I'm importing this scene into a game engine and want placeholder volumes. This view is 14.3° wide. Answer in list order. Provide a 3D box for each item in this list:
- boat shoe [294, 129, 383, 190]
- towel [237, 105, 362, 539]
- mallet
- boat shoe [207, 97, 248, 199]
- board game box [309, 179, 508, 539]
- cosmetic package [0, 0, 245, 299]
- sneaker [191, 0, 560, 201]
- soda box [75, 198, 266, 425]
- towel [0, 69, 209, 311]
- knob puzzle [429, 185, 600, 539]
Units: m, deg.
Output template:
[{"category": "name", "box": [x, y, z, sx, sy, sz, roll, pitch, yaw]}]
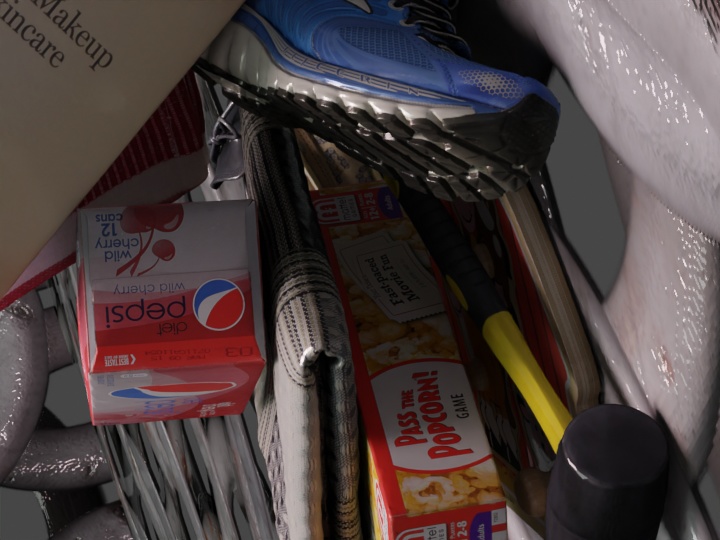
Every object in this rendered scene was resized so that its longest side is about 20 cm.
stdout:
[{"category": "boat shoe", "box": [0.000, 0.000, 1.266, 0.073, 0.062, 0.201, -159, 52, -76]}, {"category": "towel", "box": [-0.028, 0.049, 1.138, 0.193, 0.034, 0.201, -106, 9, -51]}, {"category": "mallet", "box": [0.054, 0.019, 1.040, 0.066, 0.041, 0.201, 101, 146, -55]}, {"category": "boat shoe", "box": [-0.047, -0.062, 1.417, 0.075, 0.062, 0.201, 166, 88, -81]}, {"category": "board game box", "box": [0.019, 0.083, 1.131, 0.200, 0.046, 0.152, -106, 10, -52]}, {"category": "cosmetic package", "box": [-0.127, -0.087, 1.038, 0.103, 0.200, 0.073, 42, 175, -40]}, {"category": "sneaker", "box": [0.003, -0.090, 1.048, 0.200, 0.089, 0.078, 28, 175, 46]}, {"category": "soda box", "box": [-0.076, 0.020, 1.131, 0.200, 0.070, 0.064, 116, 150, -80]}, {"category": "towel", "box": [-0.127, -0.088, 1.117, 0.023, 0.144, 0.201, 24, 135, 40]}, {"category": "knob puzzle", "box": [0.049, 0.019, 1.139, 0.220, 0.030, 0.221, 163, 90, -80]}]
